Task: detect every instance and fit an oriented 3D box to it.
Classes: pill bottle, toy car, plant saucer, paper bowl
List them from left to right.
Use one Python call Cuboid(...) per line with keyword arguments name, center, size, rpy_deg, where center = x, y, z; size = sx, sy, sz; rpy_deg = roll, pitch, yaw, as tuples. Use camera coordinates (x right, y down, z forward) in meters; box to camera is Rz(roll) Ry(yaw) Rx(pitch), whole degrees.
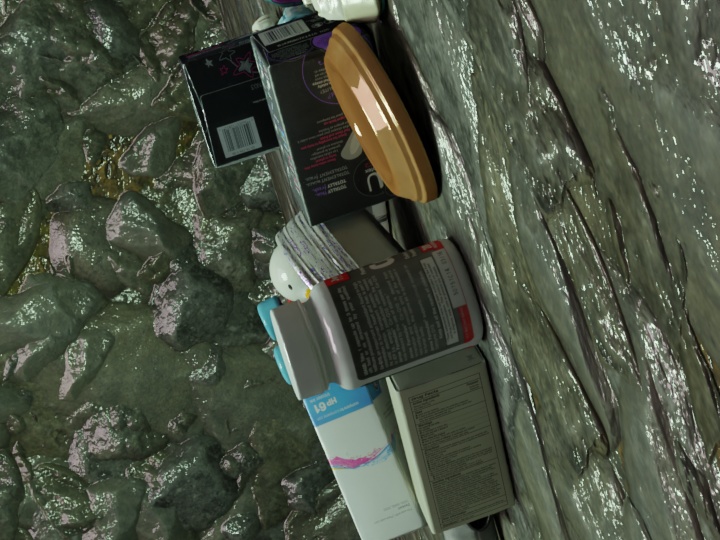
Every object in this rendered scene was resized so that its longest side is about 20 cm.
Cuboid(name="toy car", center=(-0.068, 0.026, 2.089), size=(0.201, 0.182, 0.178), rpy_deg=(62, -177, -48))
Cuboid(name="paper bowl", center=(0.000, 0.000, 1.738), size=(0.201, 0.104, 0.201), rpy_deg=(47, -174, -6))
Cuboid(name="pill bottle", center=(0.015, 0.052, 1.497), size=(0.114, 0.197, 0.115), rpy_deg=(161, 90, -83))
Cuboid(name="plant saucer", center=(0.015, -0.154, 1.497), size=(0.202, 0.037, 0.200), rpy_deg=(61, 176, 6))

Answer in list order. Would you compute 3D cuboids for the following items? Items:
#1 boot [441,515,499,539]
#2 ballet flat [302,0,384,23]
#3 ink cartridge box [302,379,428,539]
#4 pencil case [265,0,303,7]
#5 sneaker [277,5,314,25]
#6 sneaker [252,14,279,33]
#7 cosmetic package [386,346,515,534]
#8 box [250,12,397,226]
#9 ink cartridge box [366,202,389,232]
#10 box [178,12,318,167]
Cuboid(name="boot", center=(0.132, 0.296, 1.776), size=(0.132, 0.069, 0.203), rpy_deg=(-145, 36, -82))
Cuboid(name="ballet flat", center=(-0.026, -0.285, 1.511), size=(0.200, 0.069, 0.070), rpy_deg=(-125, 18, -69))
Cuboid(name="ink cartridge box", center=(0.014, 0.207, 1.742), size=(0.202, 0.084, 0.144), rpy_deg=(66, -169, -1))
Cuboid(name="pencil case", center=(-0.093, -0.366, 1.778), size=(0.200, 0.084, 0.094), rpy_deg=(-129, 60, -75))
Cuboid(name="sneaker", center=(-0.082, -0.308, 1.905), size=(0.200, 0.073, 0.083), rpy_deg=(152, 96, -83))
Cuboid(name="sneaker", center=(-0.144, -0.352, 2.328), size=(0.200, 0.072, 0.086), rpy_deg=(-118, 8, -64))
Cuboid(name="cosmetic package", center=(0.096, 0.176, 1.596), size=(0.073, 0.102, 0.202), rpy_deg=(-118, 12, -59))
Cuboid(name="box", center=(-0.036, -0.173, 1.652), size=(0.106, 0.121, 0.202), rpy_deg=(-119, 13, -59))
Cuboid(name="ink cartridge box", center=(-0.025, -0.118, 1.904), size=(0.201, 0.082, 0.146), rpy_deg=(80, 169, -56))
Cuboid(name="box", center=(-0.102, -0.218, 1.754), size=(0.115, 0.197, 0.134), rpy_deg=(-125, 17, -74))
